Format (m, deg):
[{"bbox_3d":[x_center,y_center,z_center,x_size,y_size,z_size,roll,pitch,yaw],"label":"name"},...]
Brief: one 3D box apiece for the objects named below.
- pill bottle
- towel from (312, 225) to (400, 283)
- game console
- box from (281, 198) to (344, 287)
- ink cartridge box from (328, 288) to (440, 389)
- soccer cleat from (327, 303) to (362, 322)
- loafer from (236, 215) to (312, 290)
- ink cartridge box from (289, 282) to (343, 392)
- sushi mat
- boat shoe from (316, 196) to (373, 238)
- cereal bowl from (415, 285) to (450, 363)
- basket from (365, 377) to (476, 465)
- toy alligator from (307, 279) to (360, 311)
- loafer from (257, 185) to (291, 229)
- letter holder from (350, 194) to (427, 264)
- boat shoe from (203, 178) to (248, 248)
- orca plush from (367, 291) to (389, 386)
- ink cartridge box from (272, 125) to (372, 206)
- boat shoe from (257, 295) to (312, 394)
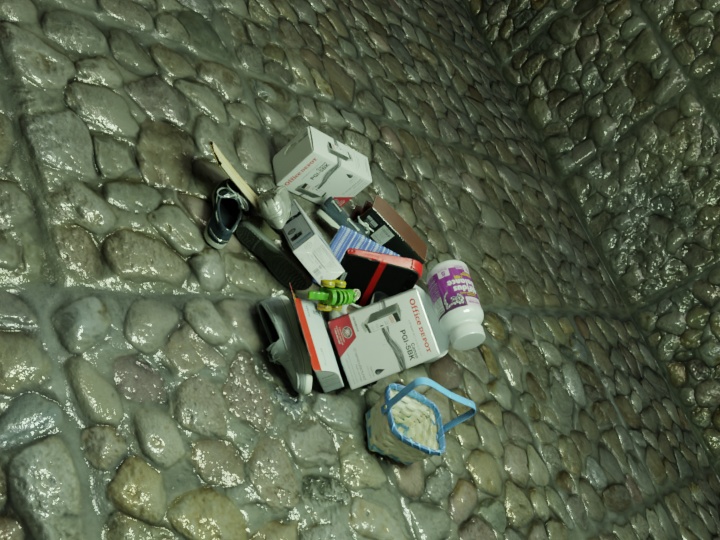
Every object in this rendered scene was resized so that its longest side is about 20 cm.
[{"bbox_3d":[0.233,0.085,1.845,0.111,0.112,0.203,19,44,-43],"label":"pill bottle"},{"bbox_3d":[0.000,0.000,1.741,0.198,0.146,0.024,26,10,-31],"label":"towel"},{"bbox_3d":[0.030,0.022,1.662,0.173,0.201,0.032,13,56,-9],"label":"game console"},{"bbox_3d":[-0.112,-0.060,1.628,0.117,0.060,0.200,52,2,-30],"label":"box"},{"bbox_3d":[0.049,0.139,1.574,0.083,0.197,0.149,77,-8,-87],"label":"ink cartridge box"},{"bbox_3d":[0.014,0.134,1.693,0.199,0.077,0.070,38,34,-25],"label":"soccer cleat"},{"bbox_3d":[-0.170,-0.043,1.610,0.200,0.075,0.070,46,46,-13],"label":"loafer"},{"bbox_3d":[-0.085,0.128,1.488,0.201,0.046,0.162,80,-8,-62],"label":"ink cartridge box"},{"bbox_3d":[-0.253,-0.184,1.609,0.201,0.012,0.096,54,6,-47],"label":"sushi mat"},{"bbox_3d":[-0.014,-0.097,1.836,0.199,0.062,0.075,39,-3,9],"label":"boat shoe"},{"bbox_3d":[0.122,0.136,1.832,0.199,0.083,0.202,35,36,-30],"label":"cereal bowl"},{"bbox_3d":[0.113,0.297,1.550,0.175,0.199,0.141,32,37,-32],"label":"basket"},{"bbox_3d":[-0.035,0.053,1.562,0.199,0.053,0.061,3,98,-59],"label":"toy alligator"},{"bbox_3d":[-0.179,-0.133,1.619,0.200,0.069,0.071,-93,161,-73],"label":"loafer"},{"bbox_3d":[0.076,-0.099,1.982,0.200,0.100,0.143,45,31,-15],"label":"letter holder"},{"bbox_3d":[-0.273,-0.131,1.574,0.075,0.062,0.202,38,34,-21],"label":"boat shoe"},{"bbox_3d":[0.050,0.150,1.639,0.104,0.070,0.204,26,75,-43],"label":"orca plush"},{"bbox_3d":[-0.093,-0.240,1.843,0.198,0.146,0.084,21,46,-41],"label":"ink cartridge box"},{"bbox_3d":[-0.152,0.148,1.481,0.070,0.070,0.204,-9,70,-30],"label":"boat shoe"}]
